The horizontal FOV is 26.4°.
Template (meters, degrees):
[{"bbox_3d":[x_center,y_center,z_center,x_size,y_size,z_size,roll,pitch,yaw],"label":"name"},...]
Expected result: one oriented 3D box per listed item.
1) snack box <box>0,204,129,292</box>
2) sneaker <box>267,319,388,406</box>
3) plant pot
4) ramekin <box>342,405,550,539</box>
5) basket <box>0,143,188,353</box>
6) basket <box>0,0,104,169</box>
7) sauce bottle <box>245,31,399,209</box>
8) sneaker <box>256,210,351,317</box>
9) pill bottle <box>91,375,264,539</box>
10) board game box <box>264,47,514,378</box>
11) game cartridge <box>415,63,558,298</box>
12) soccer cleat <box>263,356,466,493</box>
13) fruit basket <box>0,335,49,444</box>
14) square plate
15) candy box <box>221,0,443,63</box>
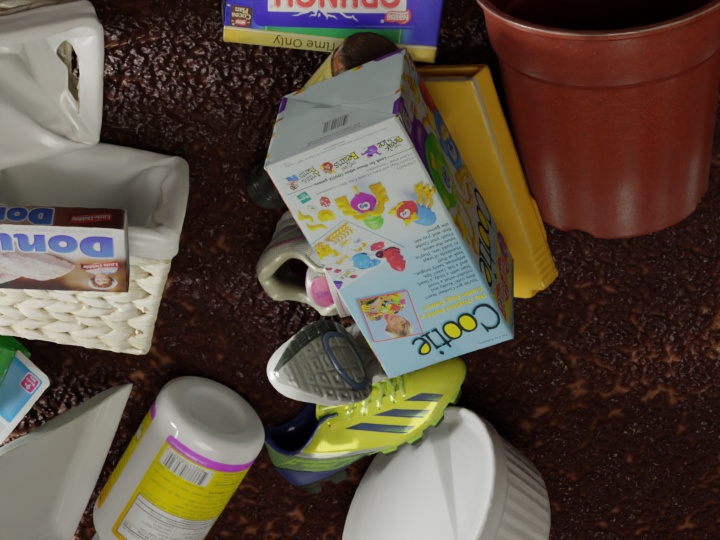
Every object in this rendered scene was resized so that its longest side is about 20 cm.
[{"bbox_3d":[-0.272,-0.018,1.132,0.200,0.024,0.072,2,138,-4],"label":"snack box"},{"bbox_3d":[-0.030,0.085,1.292,0.087,0.200,0.075,-25,81,22],"label":"sneaker"},{"bbox_3d":[0.191,-0.144,1.178,0.200,0.201,0.195,-7,126,2],"label":"plant pot"},{"bbox_3d":[0.081,0.228,1.365,0.094,0.202,0.202,29,114,-28],"label":"ramekin"},{"bbox_3d":[-0.248,-0.026,1.241,0.200,0.136,0.124,10,121,-8],"label":"basket"},{"bbox_3d":[-0.304,-0.155,1.133,0.200,0.123,0.136,-16,145,-23],"label":"basket"},{"bbox_3d":[-0.032,-0.111,1.209,0.066,0.066,0.200,26,147,-15],"label":"sauce bottle"},{"bbox_3d":[0.000,0.000,1.252,0.200,0.088,0.081,-2,123,34],"label":"sneaker"},{"bbox_3d":[-0.174,0.199,1.386,0.104,0.104,0.200,26,114,-15],"label":"pill bottle"},{"bbox_3d":[0.027,-0.039,1.114,0.105,0.103,0.200,-19,121,18],"label":"board game box"},{"bbox_3d":[0.060,-0.071,1.236,0.176,0.032,0.200,6,129,43],"label":"game cartridge"},{"bbox_3d":[0.002,0.126,1.376,0.200,0.065,0.084,-32,112,15],"label":"soccer cleat"},{"bbox_3d":[-0.384,0.109,1.293,0.185,0.094,0.200,41,89,19],"label":"fruit basket"},{"bbox_3d":[-0.292,0.201,1.347,0.028,0.200,0.198,31,116,15],"label":"square plate"},{"bbox_3d":[-0.016,-0.268,1.158,0.169,0.077,0.200,4,119,-5],"label":"candy box"}]
